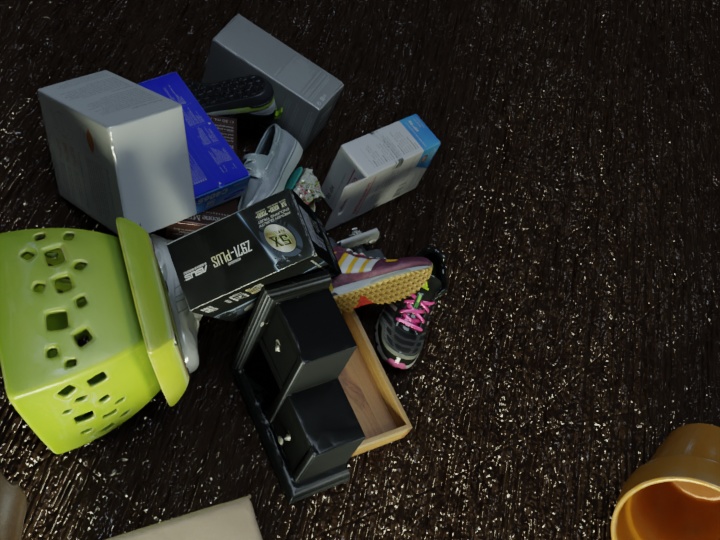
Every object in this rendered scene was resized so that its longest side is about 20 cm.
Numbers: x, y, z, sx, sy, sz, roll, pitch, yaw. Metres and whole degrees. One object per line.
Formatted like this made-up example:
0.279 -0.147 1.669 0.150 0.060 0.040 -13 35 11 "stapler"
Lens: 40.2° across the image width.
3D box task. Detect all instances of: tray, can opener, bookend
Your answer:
-0.019 0.143 1.319 0.097 0.037 0.202 -13 65 -30 "tray"
-0.047 -0.014 1.402 0.197 0.053 0.067 -16 66 -31 "can opener"
-0.064 0.144 1.194 0.091 0.200 0.202 -15 65 -29 "bookend"

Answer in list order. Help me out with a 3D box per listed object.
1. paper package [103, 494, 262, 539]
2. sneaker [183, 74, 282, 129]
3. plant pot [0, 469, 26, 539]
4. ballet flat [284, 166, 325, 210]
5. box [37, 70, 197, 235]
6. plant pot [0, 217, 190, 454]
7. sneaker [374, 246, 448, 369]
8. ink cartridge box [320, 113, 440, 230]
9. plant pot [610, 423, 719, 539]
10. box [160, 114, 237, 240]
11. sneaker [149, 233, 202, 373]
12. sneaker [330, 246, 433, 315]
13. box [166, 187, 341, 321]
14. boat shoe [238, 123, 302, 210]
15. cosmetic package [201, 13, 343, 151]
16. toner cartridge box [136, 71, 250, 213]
-0.187 0.368 1.053 0.197 0.104 0.193 -10 62 -29 "paper package"
-0.215 -0.232 1.468 0.196 0.083 0.073 -3 52 7 "sneaker"
-0.420 0.300 0.954 0.197 0.202 0.201 15 46 -12 "plant pot"
-0.106 -0.068 1.407 0.064 0.075 0.201 45 53 -19 "ballet flat"
-0.314 -0.153 1.270 0.105 0.155 0.199 -25 37 -34 "box"
-0.302 0.067 1.119 0.178 0.200 0.203 -15 65 -10 "plant pot"
0.077 0.043 1.393 0.073 0.088 0.202 25 52 -4 "sneaker"
0.015 -0.148 1.478 0.198 0.116 0.067 -27 70 -35 "ink cartridge box"
0.451 0.308 1.321 0.199 0.201 0.183 37 36 5 "plant pot"
-0.227 -0.125 1.389 0.098 0.075 0.203 6 57 -18 "box"
-0.224 0.039 1.280 0.098 0.078 0.203 -1 60 -30 "sneaker"
0.000 0.000 1.337 0.196 0.075 0.091 -15 61 -15 "sneaker"
-0.123 -0.013 1.204 0.161 0.200 0.087 -23 81 4 "box"
-0.147 -0.138 1.424 0.072 0.070 0.202 44 41 -21 "boat shoe"
-0.139 -0.287 1.515 0.199 0.107 0.091 37 52 2 "cosmetic package"
-0.243 -0.175 1.345 0.094 0.043 0.201 -25 69 -31 "toner cartridge box"
